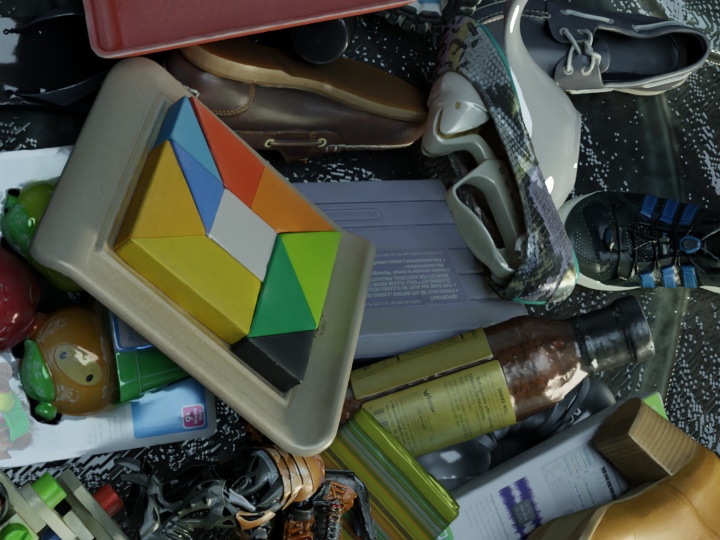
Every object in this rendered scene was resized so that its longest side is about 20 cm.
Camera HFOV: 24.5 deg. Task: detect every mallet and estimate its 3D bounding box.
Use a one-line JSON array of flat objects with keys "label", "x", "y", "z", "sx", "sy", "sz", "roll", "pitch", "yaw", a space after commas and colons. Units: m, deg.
[{"label": "mallet", "x": -0.090, "y": -0.194, "z": 1.060, "sx": 0.199, "sy": 0.066, "sz": 0.041, "roll": 29, "pitch": 108, "yaw": 2}]

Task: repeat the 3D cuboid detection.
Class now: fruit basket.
[{"label": "fruit basket", "x": -0.188, "y": 0.019, "z": 0.965, "sx": 0.199, "sy": 0.094, "sz": 0.187, "roll": -6, "pitch": 86, "yaw": -23}]

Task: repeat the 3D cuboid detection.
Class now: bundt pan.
[{"label": "bundt pan", "x": 0.099, "y": 0.133, "z": 1.100, "sx": 0.201, "sy": 0.076, "sz": 0.204, "roll": 3, "pitch": 83, "yaw": -25}]

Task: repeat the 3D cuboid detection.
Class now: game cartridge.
[{"label": "game cartridge", "x": 0.000, "y": 0.000, "z": 1.059, "sx": 0.199, "sy": 0.038, "sz": 0.130, "roll": -2, "pitch": 57, "yaw": -26}]

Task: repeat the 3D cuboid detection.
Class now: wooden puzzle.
[{"label": "wooden puzzle", "x": -0.077, "y": -0.015, "z": 0.943, "sx": 0.200, "sy": 0.037, "sz": 0.186, "roll": 37, "pitch": 38, "yaw": -21}]

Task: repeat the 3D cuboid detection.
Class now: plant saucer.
[{"label": "plant saucer", "x": -0.076, "y": -0.220, "z": 1.009, "sx": 0.198, "sy": 0.037, "sz": 0.201, "roll": -11, "pitch": 64, "yaw": -5}]

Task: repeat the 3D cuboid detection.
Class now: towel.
[{"label": "towel", "x": -0.038, "y": 0.179, "z": 0.994, "sx": 0.200, "sy": 0.018, "sz": 0.086, "roll": -45, "pitch": 83, "yaw": 10}]

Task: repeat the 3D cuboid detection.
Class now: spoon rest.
[{"label": "spoon rest", "x": 0.120, "y": -0.122, "z": 1.101, "sx": 0.060, "sy": 0.201, "sz": 0.100, "roll": 6, "pitch": 34, "yaw": 3}]

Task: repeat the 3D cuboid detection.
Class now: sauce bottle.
[{"label": "sauce bottle", "x": 0.081, "y": 0.067, "z": 1.017, "sx": 0.199, "sy": 0.066, "sz": 0.066, "roll": -17, "pitch": 91, "yaw": 1}]

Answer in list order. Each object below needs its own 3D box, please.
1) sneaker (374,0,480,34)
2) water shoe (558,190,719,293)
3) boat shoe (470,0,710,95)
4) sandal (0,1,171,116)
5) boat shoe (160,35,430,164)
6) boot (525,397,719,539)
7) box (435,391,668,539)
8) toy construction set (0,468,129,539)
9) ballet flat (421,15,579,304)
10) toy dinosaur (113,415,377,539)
[{"label": "sneaker", "x": -0.015, "y": -0.225, "z": 1.105, "sx": 0.199, "sy": 0.078, "sz": 0.090, "roll": 17, "pitch": 50, "yaw": -18}, {"label": "water shoe", "x": 0.228, "y": -0.023, "z": 1.180, "sx": 0.199, "sy": 0.079, "sz": 0.072, "roll": 3, "pitch": 82, "yaw": -26}, {"label": "boat shoe", "x": 0.157, "y": -0.160, "z": 1.173, "sx": 0.199, "sy": 0.063, "sz": 0.073, "roll": 0, "pitch": 85, "yaw": -25}, {"label": "sandal", "x": -0.184, "y": -0.130, "z": 1.013, "sx": 0.199, "sy": 0.043, "sz": 0.077, "roll": -12, "pitch": 88, "yaw": -27}, {"label": "boat shoe", "x": -0.044, "y": -0.105, "z": 1.069, "sx": 0.199, "sy": 0.070, "sz": 0.071, "roll": 9, "pitch": 117, "yaw": -34}, {"label": "boot", "x": 0.174, "y": 0.191, "z": 1.006, "sx": 0.144, "sy": 0.071, "sz": 0.202, "roll": 43, "pitch": 62, "yaw": -11}, {"label": "box", "x": 0.133, "y": 0.181, "z": 1.048, "sx": 0.199, "sy": 0.036, "sz": 0.145, "roll": -23, "pitch": 94, "yaw": -25}, {"label": "toy construction set", "x": -0.212, "y": 0.182, "z": 0.926, "sx": 0.200, "sy": 0.092, "sz": 0.131, "roll": -47, "pitch": 115, "yaw": -24}, {"label": "ballet flat", "x": 0.078, "y": -0.071, "z": 1.060, "sx": 0.072, "sy": 0.072, "sz": 0.201, "roll": -14, "pitch": 77, "yaw": -27}, {"label": "toy dinosaur", "x": -0.065, "y": 0.130, "z": 0.954, "sx": 0.135, "sy": 0.102, "sz": 0.201, "roll": -18, "pitch": 75, "yaw": -12}]
